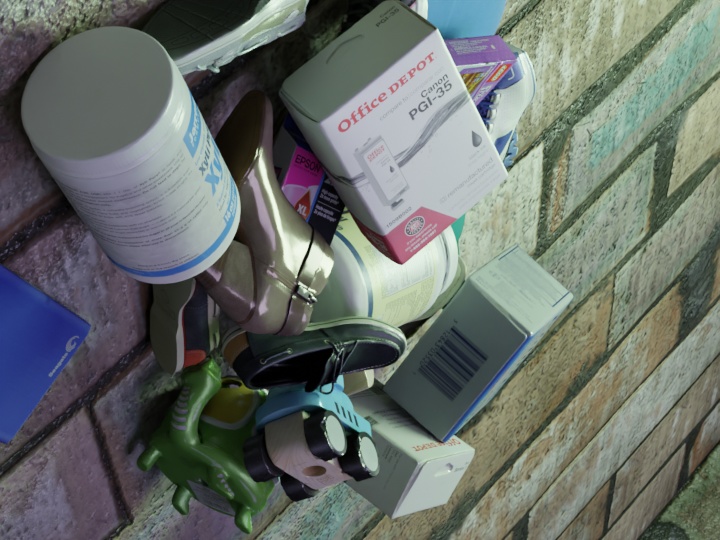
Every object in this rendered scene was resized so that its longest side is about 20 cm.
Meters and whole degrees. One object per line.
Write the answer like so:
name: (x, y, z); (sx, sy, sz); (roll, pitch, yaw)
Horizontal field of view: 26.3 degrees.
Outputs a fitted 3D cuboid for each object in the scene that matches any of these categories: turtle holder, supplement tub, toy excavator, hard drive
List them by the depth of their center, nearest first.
supplement tub: (-0.183, -0.089, 1.263); (0.132, 0.131, 0.200); (-49, 154, -15)
hard drive: (-0.320, 0.065, 1.315); (0.132, 0.025, 0.200); (-55, 153, -6)
turtle holder: (-0.155, 0.173, 1.620); (0.186, 0.140, 0.132); (47, 59, -27)
toy excavator: (-0.038, 0.137, 1.622); (0.099, 0.202, 0.194); (-21, 146, 24)
supplement tub: (0.000, 0.000, 1.655); (0.199, 0.144, 0.146); (-23, 138, -48)

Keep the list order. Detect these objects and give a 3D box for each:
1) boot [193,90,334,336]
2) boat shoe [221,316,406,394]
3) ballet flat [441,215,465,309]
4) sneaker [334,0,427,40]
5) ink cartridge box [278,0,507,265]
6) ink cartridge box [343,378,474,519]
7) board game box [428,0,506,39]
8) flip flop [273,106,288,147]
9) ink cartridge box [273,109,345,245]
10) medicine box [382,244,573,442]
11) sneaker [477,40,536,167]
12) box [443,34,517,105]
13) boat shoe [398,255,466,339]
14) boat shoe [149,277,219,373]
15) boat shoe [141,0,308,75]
boot: (-0.081, -0.043, 1.415); (0.146, 0.070, 0.202); (29, 77, -38)
boat shoe: (-0.040, 0.087, 1.515); (0.198, 0.063, 0.075); (1, 138, -31)
ballet flat: (0.086, -0.033, 1.850); (0.067, 0.070, 0.201); (-45, 148, -30)
sneaker: (0.009, -0.220, 1.476); (0.086, 0.080, 0.202); (-22, 119, -42)
ink cartridge box: (0.033, -0.128, 1.452); (0.146, 0.083, 0.201); (-39, 132, -7)
ink cartridge box: (0.016, 0.200, 1.837); (0.146, 0.199, 0.085); (0, 120, -59)
board game box: (0.074, -0.258, 1.611); (0.199, 0.039, 0.159); (-25, 144, -42)
flip flop: (-0.075, -0.089, 1.528); (0.201, 0.057, 0.081); (-56, 154, -2)
ink cartridge box: (-0.061, -0.059, 1.490); (0.094, 0.037, 0.202); (22, 85, -48)
medicine box: (0.145, 0.085, 1.862); (0.183, 0.103, 0.200); (-53, 169, 24)
sneaker: (0.136, -0.163, 1.771); (0.115, 0.080, 0.201); (-47, 154, -35)
box: (0.060, -0.163, 1.620); (0.136, 0.039, 0.200); (-15, 154, -53)
boat shoe: (0.045, 0.047, 1.823); (0.199, 0.072, 0.059); (-39, 164, 10)
boat shoe: (-0.161, 0.015, 1.474); (0.062, 0.071, 0.201); (-23, 141, -31)
boat shoe: (-0.111, -0.208, 1.324); (0.202, 0.074, 0.065); (-41, 146, -42)
